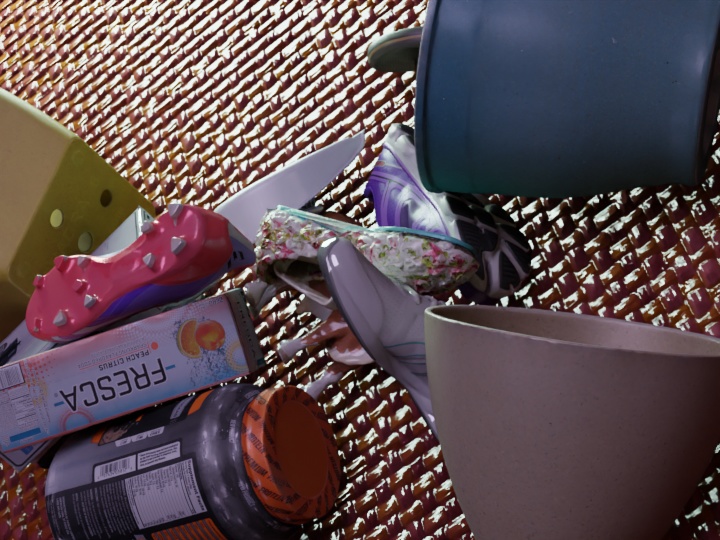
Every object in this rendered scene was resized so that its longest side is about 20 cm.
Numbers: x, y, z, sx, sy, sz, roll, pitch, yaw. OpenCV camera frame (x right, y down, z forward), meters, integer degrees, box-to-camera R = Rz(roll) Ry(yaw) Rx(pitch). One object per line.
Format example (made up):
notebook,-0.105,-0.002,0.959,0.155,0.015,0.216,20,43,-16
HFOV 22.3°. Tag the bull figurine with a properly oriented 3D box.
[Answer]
bull figurine,-0.011,0.030,1.359,0.121,0.065,0.200,-30,39,-6

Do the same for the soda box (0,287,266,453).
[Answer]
soda box,-0.175,0.073,1.346,0.198,0.068,0.064,-18,91,8

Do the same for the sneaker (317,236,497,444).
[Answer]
sneaker,0.046,0.046,1.228,0.080,0.201,0.070,-39,18,3

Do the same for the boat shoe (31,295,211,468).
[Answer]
boat shoe,-0.185,0.096,1.472,0.200,0.060,0.074,-45,18,4

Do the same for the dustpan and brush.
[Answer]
dustpan and brush,-0.085,-0.031,1.413,0.199,0.058,0.139,-28,-1,-38

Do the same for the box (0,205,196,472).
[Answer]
box,-0.222,0.052,1.448,0.200,0.060,0.117,-44,20,7

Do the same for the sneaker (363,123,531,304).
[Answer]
sneaker,0.060,-0.028,1.357,0.084,0.080,0.200,-57,33,18

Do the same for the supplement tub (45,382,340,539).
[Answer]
supplement tub,-0.121,0.154,1.331,0.199,0.122,0.123,-18,52,29

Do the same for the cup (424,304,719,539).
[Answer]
cup,0.129,0.106,1.126,0.199,0.199,0.145,11,95,43

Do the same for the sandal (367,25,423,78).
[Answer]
sandal,0.085,-0.156,1.420,0.199,0.081,0.055,7,88,35

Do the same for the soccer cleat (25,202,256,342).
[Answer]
soccer cleat,-0.165,0.011,1.335,0.199,0.076,0.067,-27,53,34

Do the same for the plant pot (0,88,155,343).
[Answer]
plant pot,-0.298,-0.038,1.575,0.175,0.200,0.201,12,70,33

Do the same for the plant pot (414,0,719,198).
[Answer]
plant pot,0.153,-0.138,1.247,0.186,0.200,0.202,10,66,14

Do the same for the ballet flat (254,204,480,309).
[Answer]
ballet flat,0.000,0.000,1.292,0.199,0.075,0.064,11,75,45
